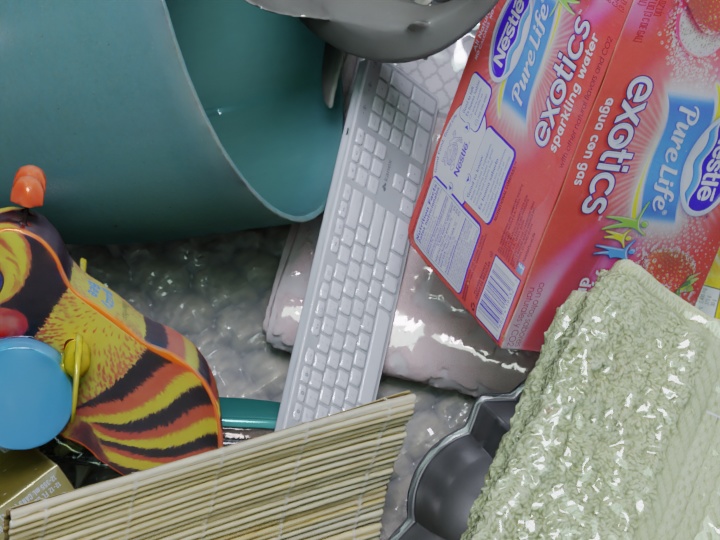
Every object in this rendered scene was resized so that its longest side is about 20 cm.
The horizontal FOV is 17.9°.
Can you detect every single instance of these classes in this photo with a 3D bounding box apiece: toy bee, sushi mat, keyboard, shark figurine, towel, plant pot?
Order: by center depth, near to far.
[{"bbox_3d":[0.115,0.109,0.919,0.148,0.036,0.200,28,74,-5],"label":"towel"},{"bbox_3d":[-0.135,0.019,0.956,0.109,0.200,0.131,-63,34,14],"label":"toy bee"},{"bbox_3d":[-0.066,0.111,0.981,0.200,0.096,0.012,-14,43,-31],"label":"sushi mat"},{"bbox_3d":[-0.006,-0.123,0.992,0.089,0.214,0.128,3,105,-32],"label":"shark figurine"},{"bbox_3d":[-0.120,-0.103,1.048,0.161,0.201,0.201,-13,70,20],"label":"plant pot"},{"bbox_3d":[0.000,0.000,1.051,0.011,0.056,0.200,-6,65,44],"label":"keyboard"},{"bbox_3d":[0.072,-0.030,1.099,0.199,0.032,0.191,13,73,7],"label":"towel"}]

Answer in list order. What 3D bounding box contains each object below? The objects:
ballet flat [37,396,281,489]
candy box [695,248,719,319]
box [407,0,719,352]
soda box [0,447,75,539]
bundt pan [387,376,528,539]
[{"bbox_3d":[-0.117,0.082,1.058,0.200,0.072,0.072,9,72,5],"label":"ballet flat"},{"bbox_3d":[0.166,0.036,1.048,0.102,0.026,0.200,15,82,-2],"label":"candy box"},{"bbox_3d":[0.107,-0.072,0.978,0.094,0.200,0.103,5,26,-30],"label":"box"},{"bbox_3d":[-0.203,0.157,0.979,0.200,0.068,0.064,-38,114,-15],"label":"soda box"},{"bbox_3d":[0.113,0.139,0.985,0.201,0.076,0.202,0,92,-5],"label":"bundt pan"}]
